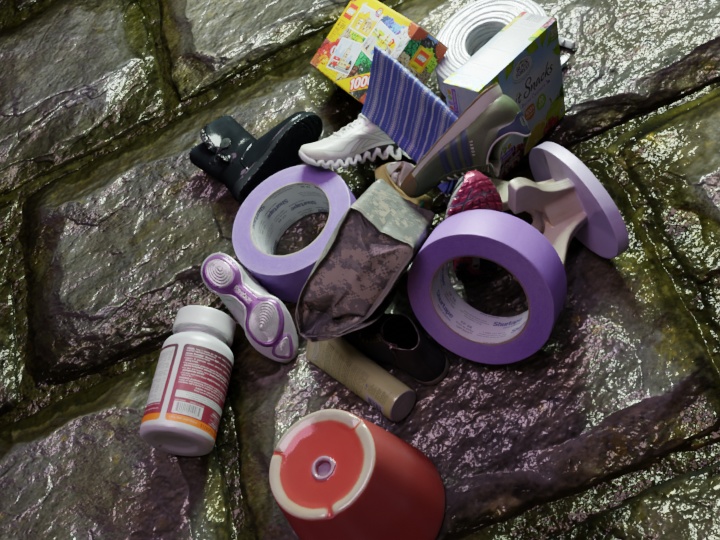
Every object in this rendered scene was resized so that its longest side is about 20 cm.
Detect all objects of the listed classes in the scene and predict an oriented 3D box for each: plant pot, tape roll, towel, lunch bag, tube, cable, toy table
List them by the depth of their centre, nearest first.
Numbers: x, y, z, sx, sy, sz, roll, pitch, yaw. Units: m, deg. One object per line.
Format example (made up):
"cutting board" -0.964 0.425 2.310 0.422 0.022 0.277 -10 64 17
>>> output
"plant pot" -0.014 0.274 1.388 0.200 0.177 0.201 -12 55 19
"tape roll" 0.164 0.023 1.444 0.199 0.201 0.066 1 33 27
"lunch bag" 0.000 0.000 1.495 0.117 0.164 0.200 34 112 2
"toy table" 0.253 -0.077 1.497 0.117 0.184 0.200 -27 44 -12
"tube" -0.008 0.138 1.551 0.200 0.052 0.058 32 86 36
"towel" 0.077 -0.213 1.593 0.024 0.145 0.200 -35 67 -26
"tape roll" -0.091 -0.057 1.702 0.199 0.085 0.201 -13 54 19
"cable" 0.209 -0.345 1.750 0.200 0.069 0.200 -43 51 -5

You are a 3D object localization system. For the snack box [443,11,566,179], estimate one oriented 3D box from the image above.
"snack box" 0.211 -0.246 1.589 0.068 0.169 0.200 21 51 35

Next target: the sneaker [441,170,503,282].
"sneaker" 0.146 -0.066 1.516 0.080 0.200 0.075 -9 54 -5

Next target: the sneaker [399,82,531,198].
"sneaker" 0.143 -0.149 1.479 0.090 0.067 0.200 45 117 5

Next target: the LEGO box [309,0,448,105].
"LEGO box" 0.027 -0.346 1.793 0.149 0.077 0.200 -56 41 8

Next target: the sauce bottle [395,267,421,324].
"sauce bottle" 0.069 -0.004 1.601 0.065 0.065 0.200 -28 52 7

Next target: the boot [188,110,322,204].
"boot" -0.181 -0.221 1.857 0.200 0.076 0.168 -47 55 0

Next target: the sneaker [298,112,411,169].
"sneaker" -0.001 -0.205 1.708 0.199 0.081 0.075 -11 22 -15

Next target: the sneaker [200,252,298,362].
"sneaker" -0.154 0.055 1.669 0.075 0.100 0.200 -40 74 2

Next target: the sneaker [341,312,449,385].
"sneaker" 0.028 0.080 1.538 0.200 0.106 0.075 23 71 35

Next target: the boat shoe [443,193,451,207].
"boat shoe" 0.128 -0.171 1.684 0.066 0.070 0.201 -23 59 9

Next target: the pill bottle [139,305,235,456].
"pill bottle" -0.246 0.160 1.620 0.109 0.110 0.201 -4 58 24

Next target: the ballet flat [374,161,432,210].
"ballet flat" 0.070 -0.126 1.648 0.200 0.068 0.063 -114 42 -58
